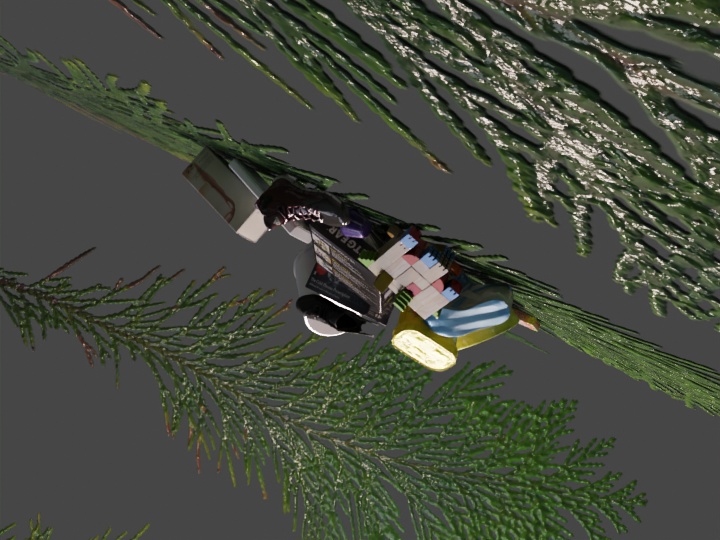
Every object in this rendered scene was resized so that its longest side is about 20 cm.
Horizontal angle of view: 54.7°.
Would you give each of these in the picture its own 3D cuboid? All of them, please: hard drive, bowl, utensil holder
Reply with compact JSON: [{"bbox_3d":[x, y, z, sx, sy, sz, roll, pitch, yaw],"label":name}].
[{"bbox_3d":[-0.184,-0.145,1.464,0.200,0.026,0.132,47,-175,13],"label":"hard drive"},{"bbox_3d":[0.276,0.110,1.695,0.200,0.197,0.109,127,119,-87],"label":"bowl"},{"bbox_3d":[-0.086,0.045,1.840,0.168,0.170,0.201,27,-152,-29],"label":"utensil holder"}]

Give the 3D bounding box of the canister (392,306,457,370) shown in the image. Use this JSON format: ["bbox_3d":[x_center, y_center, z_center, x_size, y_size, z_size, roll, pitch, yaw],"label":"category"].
[{"bbox_3d":[0.154,0.097,1.533,0.147,0.202,0.086,33,137,-18],"label":"canister"}]

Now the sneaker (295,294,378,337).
[{"bbox_3d":[-0.057,0.105,1.611,0.197,0.061,0.104,21,179,-1],"label":"sneaker"}]

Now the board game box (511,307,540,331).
[{"bbox_3d":[0.368,0.101,1.811,0.198,0.030,0.095,27,178,26],"label":"board game box"}]

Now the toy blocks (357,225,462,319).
[{"bbox_3d":[0.113,-0.003,1.277,0.200,0.100,0.136,42,133,-11],"label":"toy blocks"}]

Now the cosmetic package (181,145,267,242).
[{"bbox_3d":[-0.283,-0.165,1.519,0.200,0.087,0.103,44,-177,21],"label":"cosmetic package"}]

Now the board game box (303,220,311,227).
[{"bbox_3d":[-0.173,-0.146,1.801,0.164,0.057,0.199,26,178,31],"label":"board game box"}]

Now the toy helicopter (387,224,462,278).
[{"bbox_3d":[0.108,-0.035,1.390,0.132,0.079,0.200,35,174,45],"label":"toy helicopter"}]

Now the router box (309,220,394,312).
[{"bbox_3d":[-0.017,-0.017,1.467,0.199,0.051,0.150,37,157,22],"label":"router box"}]

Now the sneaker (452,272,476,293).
[{"bbox_3d":[0.247,0.046,1.532,0.131,0.080,0.199,51,-153,21],"label":"sneaker"}]

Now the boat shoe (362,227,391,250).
[{"bbox_3d":[0.060,-0.044,1.471,0.201,0.066,0.070,53,-176,-27],"label":"boat shoe"}]

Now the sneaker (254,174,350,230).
[{"bbox_3d":[-0.121,-0.104,1.328,0.198,0.116,0.076,24,143,32],"label":"sneaker"}]

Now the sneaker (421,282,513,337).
[{"bbox_3d":[0.215,0.076,1.399,0.197,0.081,0.077,-12,117,32],"label":"sneaker"}]

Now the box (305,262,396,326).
[{"bbox_3d":[0.000,0.000,1.621,0.198,0.185,0.104,22,176,38],"label":"box"}]

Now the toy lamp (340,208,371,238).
[{"bbox_3d":[-0.064,-0.114,1.402,0.198,0.059,0.058,24,177,32],"label":"toy lamp"}]
